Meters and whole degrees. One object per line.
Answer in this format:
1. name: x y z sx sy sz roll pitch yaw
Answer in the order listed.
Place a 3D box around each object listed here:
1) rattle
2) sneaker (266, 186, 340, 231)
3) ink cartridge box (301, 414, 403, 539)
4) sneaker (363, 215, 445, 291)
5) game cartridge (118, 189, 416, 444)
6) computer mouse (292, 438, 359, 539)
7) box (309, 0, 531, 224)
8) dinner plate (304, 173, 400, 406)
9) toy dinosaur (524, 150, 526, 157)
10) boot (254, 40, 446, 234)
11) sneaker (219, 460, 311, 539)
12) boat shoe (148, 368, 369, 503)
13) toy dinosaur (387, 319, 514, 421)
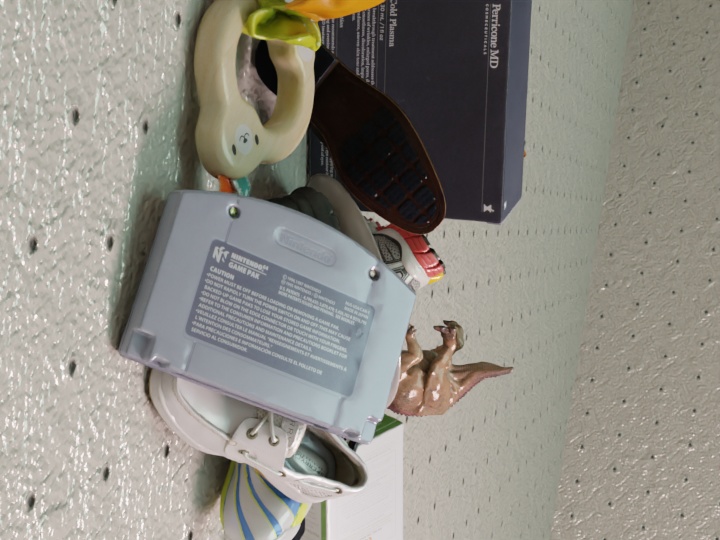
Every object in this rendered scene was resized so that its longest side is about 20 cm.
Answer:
1. rattle: -0.047 -0.109 0.936 0.131 0.141 0.202 67 32 -58
2. sneaker: -0.046 0.037 1.017 0.090 0.076 0.202 -11 71 -34
3. ink cartridge box: -0.014 0.241 1.250 0.103 0.059 0.203 -19 116 -42
4. sneaker: 0.000 0.000 1.176 0.078 0.082 0.200 56 -16 -6
5. game cartridge: -0.058 0.027 0.914 0.198 0.041 0.135 24 79 -28
6. computer mouse: -0.052 0.188 1.127 0.201 0.034 0.059 -54 156 -22
7. box: 0.054 -0.156 1.188 0.104 0.179 0.203 -41 135 -66
8. dinner plate: -0.019 0.021 1.102 0.200 0.024 0.203 166 -90 -70
9. toy dinosaur: 0.119 -0.154 1.475 0.199 0.134 0.104 -15 -97 64
10. boot: 0.002 -0.114 1.070 0.075 0.201 0.097 -41 178 10
11. sneaker: -0.074 0.123 1.059 0.201 0.075 0.106 -76 160 -48
12. boat shoe: -0.066 0.109 0.962 0.199 0.069 0.072 37 59 -39
13. toy dinosaur: 0.047 0.117 1.325 0.086 0.197 0.138 -157 -107 -76
